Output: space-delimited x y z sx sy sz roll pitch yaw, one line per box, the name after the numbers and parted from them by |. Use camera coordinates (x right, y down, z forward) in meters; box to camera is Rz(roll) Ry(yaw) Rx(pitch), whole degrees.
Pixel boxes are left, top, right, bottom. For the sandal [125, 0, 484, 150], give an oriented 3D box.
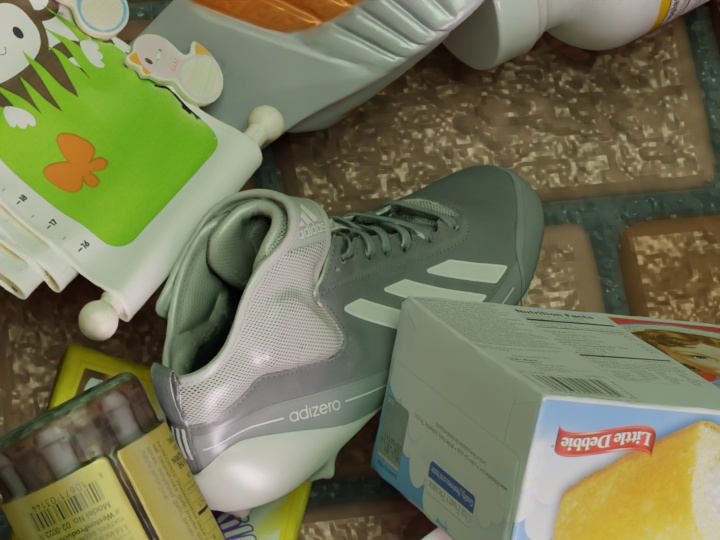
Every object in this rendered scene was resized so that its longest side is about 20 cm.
-0.038 -0.083 1.093 0.206 0.059 0.079 -35 84 11 | sandal

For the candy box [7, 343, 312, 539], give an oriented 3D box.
-0.084 0.133 1.033 0.102 0.026 0.201 18 67 -9 | candy box

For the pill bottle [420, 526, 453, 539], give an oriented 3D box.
0.067 0.187 0.996 0.112 0.112 0.200 -35 80 -21 | pill bottle

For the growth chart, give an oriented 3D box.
-0.131 -0.066 1.012 0.199 0.018 0.145 33 53 -7 | growth chart

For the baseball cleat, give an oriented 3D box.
0.000 0.000 1.043 0.069 0.107 0.200 11 41 34 | baseball cleat

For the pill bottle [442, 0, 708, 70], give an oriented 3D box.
0.115 -0.153 1.141 0.199 0.104 0.105 -27 77 -20 | pill bottle

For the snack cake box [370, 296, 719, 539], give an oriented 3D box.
0.118 0.063 1.014 0.199 0.115 0.068 6 103 -24 | snack cake box

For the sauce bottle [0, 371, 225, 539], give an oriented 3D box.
-0.059 0.136 0.982 0.064 0.065 0.201 -26 92 -20 | sauce bottle
